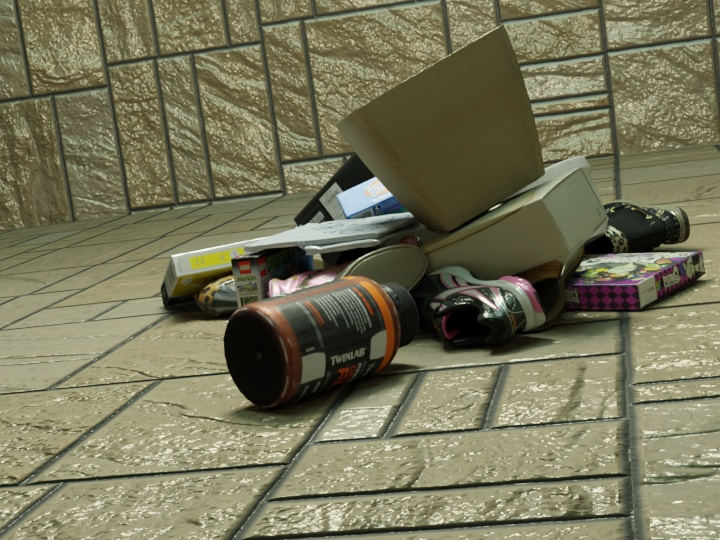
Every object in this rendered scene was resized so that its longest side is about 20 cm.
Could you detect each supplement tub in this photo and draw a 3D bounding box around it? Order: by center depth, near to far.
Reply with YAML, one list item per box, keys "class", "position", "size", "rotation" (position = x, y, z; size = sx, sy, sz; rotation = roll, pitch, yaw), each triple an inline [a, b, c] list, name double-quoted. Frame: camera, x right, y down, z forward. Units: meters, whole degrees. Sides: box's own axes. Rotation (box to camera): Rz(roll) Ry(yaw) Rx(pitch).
- class: "supplement tub"
  position: [-0.033, 0.066, 1.318]
  size: [0.200, 0.107, 0.107]
  rotation: [-15, 11, -41]

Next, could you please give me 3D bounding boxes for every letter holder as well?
- class: "letter holder"
  position: [0.026, -0.109, 1.914]
  size: [0.200, 0.101, 0.142]
  rotation: [-45, -16, 26]

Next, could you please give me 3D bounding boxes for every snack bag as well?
- class: "snack bag"
  position: [-0.026, -0.045, 1.633]
  size: [0.200, 0.021, 0.189]
  rotation: [-5, 9, 26]

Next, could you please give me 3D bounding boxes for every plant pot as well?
- class: "plant pot"
  position: [0.108, -0.154, 1.544]
  size: [0.200, 0.177, 0.200]
  rotation: [-31, 5, -5]

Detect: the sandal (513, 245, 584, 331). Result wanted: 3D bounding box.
- class: "sandal"
  position: [0.208, 0.006, 1.523]
  size: [0.080, 0.054, 0.200]
  rotation: [-6, 31, 33]

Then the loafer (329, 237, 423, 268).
- class: "loafer"
  position: [0.000, 0.000, 1.691]
  size: [0.200, 0.072, 0.073]
  rotation: [-13, 7, -19]

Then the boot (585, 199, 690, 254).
- class: "boot"
  position: [0.352, -0.052, 1.872]
  size: [0.154, 0.074, 0.203]
  rotation: [-17, 10, -32]

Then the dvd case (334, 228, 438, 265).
- class: "dvd case"
  position: [0.044, -0.016, 1.795]
  size: [0.200, 0.018, 0.143]
  rotation: [-15, -32, -35]

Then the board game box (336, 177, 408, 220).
- class: "board game box"
  position: [0.062, -0.069, 1.820]
  size: [0.152, 0.045, 0.200]
  rotation: [-25, -33, -2]

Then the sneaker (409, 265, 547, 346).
- class: "sneaker"
  position: [0.107, 0.045, 1.446]
  size: [0.086, 0.080, 0.200]
  rotation: [-27, 12, -34]

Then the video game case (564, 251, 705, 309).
- class: "video game case"
  position: [0.297, 0.012, 1.608]
  size: [0.200, 0.036, 0.181]
  rotation: [-1, 13, 40]

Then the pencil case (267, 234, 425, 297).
- class: "pencil case"
  position: [-0.015, 0.023, 1.573]
  size: [0.200, 0.083, 0.087]
  rotation: [-18, 4, 2]

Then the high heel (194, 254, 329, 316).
- class: "high heel"
  position: [-0.141, 0.015, 1.882]
  size: [0.142, 0.072, 0.200]
  rotation: [0, 17, 33]

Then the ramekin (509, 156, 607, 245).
- class: "ramekin"
  position: [0.234, -0.060, 1.737]
  size: [0.200, 0.105, 0.200]
  rotation: [-26, -6, -3]

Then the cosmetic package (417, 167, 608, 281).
- class: "cosmetic package"
  position: [0.171, -0.039, 1.494]
  size: [0.200, 0.073, 0.104]
  rotation: [-24, 8, 42]

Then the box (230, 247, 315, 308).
- class: "box"
  position: [-0.107, 0.020, 1.685]
  size: [0.035, 0.110, 0.200]
  rotation: [-5, 9, 19]

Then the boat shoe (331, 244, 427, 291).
- class: "boat shoe"
  position: [-0.014, 0.034, 1.500]
  size: [0.200, 0.067, 0.057]
  rotation: [-35, 3, -15]

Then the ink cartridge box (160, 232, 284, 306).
- class: "ink cartridge box"
  position: [-0.191, 0.000, 1.936]
  size: [0.200, 0.047, 0.198]
  rotation: [-9, -13, -15]
